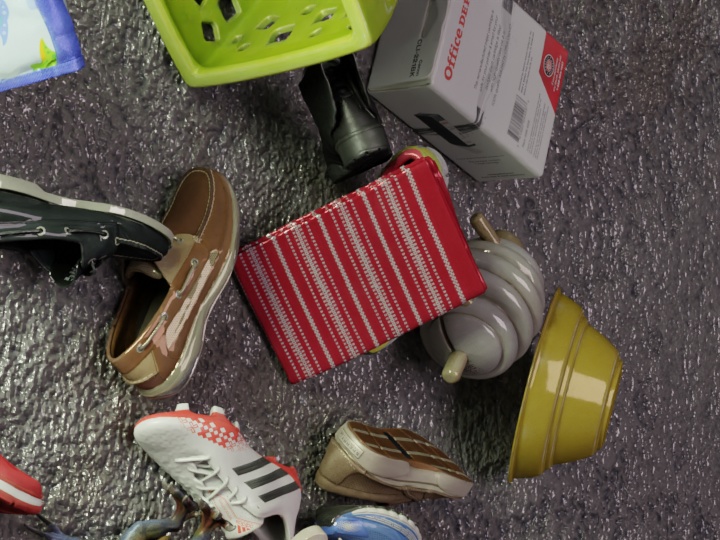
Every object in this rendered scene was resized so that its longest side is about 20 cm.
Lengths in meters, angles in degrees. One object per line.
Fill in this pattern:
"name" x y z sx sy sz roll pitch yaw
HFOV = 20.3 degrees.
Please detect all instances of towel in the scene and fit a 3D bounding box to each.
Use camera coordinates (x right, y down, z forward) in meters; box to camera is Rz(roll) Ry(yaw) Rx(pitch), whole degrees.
"towel" 0.000 0.000 1.765 0.023 0.199 0.145 -116 180 -67

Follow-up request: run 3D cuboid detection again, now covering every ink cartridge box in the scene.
"ink cartridge box" 0.107 -0.195 1.968 0.200 0.083 0.145 35 61 -45

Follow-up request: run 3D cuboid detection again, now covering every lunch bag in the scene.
"lunch bag" -0.286 -0.204 1.388 0.127 0.199 0.171 -37 116 -47

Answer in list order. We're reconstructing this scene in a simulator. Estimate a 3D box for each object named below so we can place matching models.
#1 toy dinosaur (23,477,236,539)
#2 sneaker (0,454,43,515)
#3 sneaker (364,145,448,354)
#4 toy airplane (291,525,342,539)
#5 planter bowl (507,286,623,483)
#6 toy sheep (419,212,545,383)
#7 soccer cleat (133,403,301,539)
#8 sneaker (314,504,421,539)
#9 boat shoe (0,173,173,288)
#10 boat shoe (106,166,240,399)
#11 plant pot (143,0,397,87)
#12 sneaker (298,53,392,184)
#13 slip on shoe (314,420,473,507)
"toy dinosaur" -0.177 0.255 1.575 0.182 0.105 0.200 -50 139 -16
"sneaker" -0.292 0.096 1.450 0.200 0.078 0.116 38 60 -44
"sneaker" 0.021 -0.024 1.811 0.090 0.078 0.201 48 57 -81
"toy airplane" -0.046 0.322 1.679 0.200 0.141 0.200 -58 150 -9
"planter bowl" 0.210 0.123 1.991 0.200 0.083 0.202 15 90 -81
"toy sheep" 0.110 0.033 1.917 0.138 0.137 0.200 59 42 -29
"soccer cleat" -0.114 0.174 1.666 0.200 0.068 0.086 38 41 -48
"sneaker" 0.022 0.278 1.822 0.200 0.078 0.090 46 51 -39
"boat shoe" -0.229 -0.022 1.535 0.199 0.074 0.067 18 69 -44
"boat shoe" -0.154 0.002 1.635 0.072 0.075 0.201 34 59 -42
"plant pot" -0.069 -0.291 1.677 0.182 0.199 0.200 -53 126 -49
"sneaker" -0.015 -0.141 1.771 0.060 0.200 0.105 -24 88 -5
"slip on shoe" 0.031 0.189 1.861 0.061 0.076 0.200 -53 149 12
